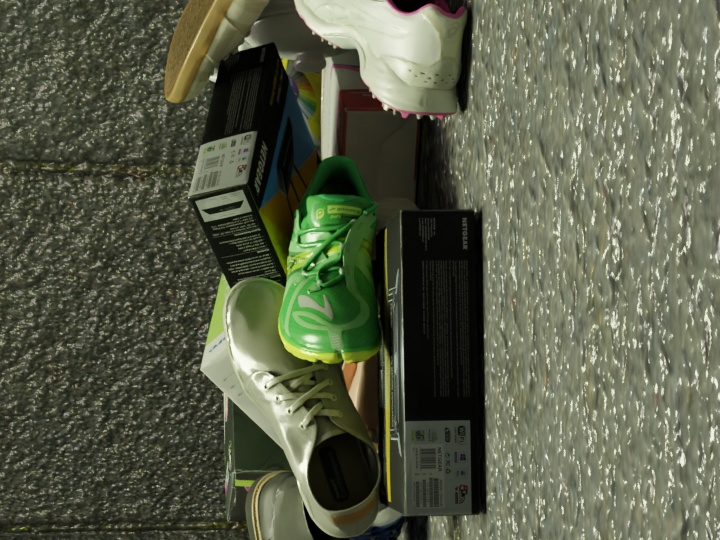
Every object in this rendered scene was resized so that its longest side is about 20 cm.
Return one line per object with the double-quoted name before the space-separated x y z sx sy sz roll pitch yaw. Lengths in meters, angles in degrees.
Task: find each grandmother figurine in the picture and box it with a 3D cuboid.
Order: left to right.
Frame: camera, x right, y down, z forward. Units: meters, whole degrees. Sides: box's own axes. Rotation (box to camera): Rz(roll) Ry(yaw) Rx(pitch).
"grandmother figurine" 0.016 0.038 1.311 0.121 0.060 0.200 50 -134 -64

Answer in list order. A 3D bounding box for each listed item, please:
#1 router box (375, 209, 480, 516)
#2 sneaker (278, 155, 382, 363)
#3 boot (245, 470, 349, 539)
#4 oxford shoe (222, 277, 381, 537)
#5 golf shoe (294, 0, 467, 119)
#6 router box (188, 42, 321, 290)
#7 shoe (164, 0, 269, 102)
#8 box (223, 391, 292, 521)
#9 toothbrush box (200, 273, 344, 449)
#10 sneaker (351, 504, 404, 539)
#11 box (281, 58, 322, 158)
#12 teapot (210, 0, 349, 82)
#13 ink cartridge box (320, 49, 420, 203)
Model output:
"router box" 0.044 0.065 1.185 0.157 0.052 0.201 146 124 -83
"sneaker" -0.023 -0.009 1.218 0.200 0.074 0.084 -95 2 -52
"boot" -0.034 0.258 1.387 0.138 0.077 0.200 -26 83 67
"oxford shoe" -0.037 0.093 1.226 0.058 0.075 0.200 119 129 -74
"golf shoe" 0.018 -0.189 1.231 0.200 0.075 0.092 49 133 41
"router box" -0.073 -0.061 1.333 0.200 0.051 0.149 -85 -22 -52
"shoe" -0.094 -0.198 1.309 0.200 0.053 0.070 -55 27 38
"box" -0.058 0.130 1.682 0.124 0.148 0.200 104 165 -60
"toothbrush box" -0.050 0.066 1.482 0.146 0.086 0.200 46 -163 -16
"sneaker" 0.016 0.192 1.445 0.200 0.076 0.077 -169 56 -84
"box" -0.046 -0.115 1.613 0.048 0.117 0.200 -35 31 38
"teapot" -0.048 -0.232 1.403 0.200 0.197 0.146 108 161 -81
"ink cartridge box" 0.005 -0.125 1.485 0.200 0.067 0.117 -104 15 -61
